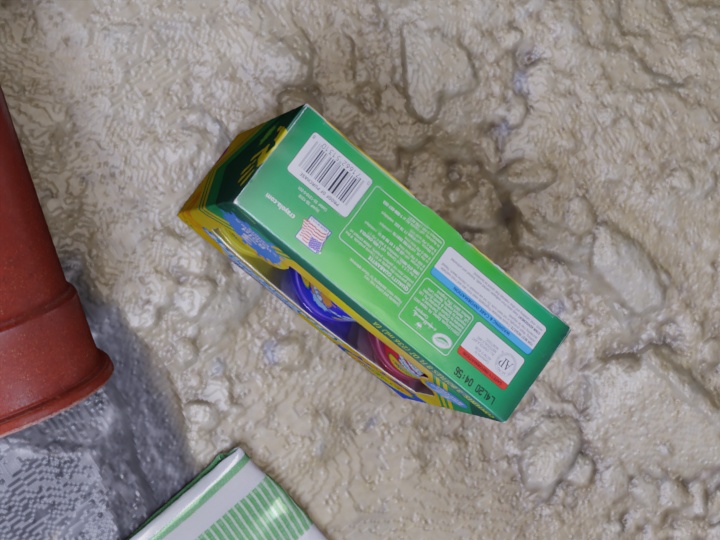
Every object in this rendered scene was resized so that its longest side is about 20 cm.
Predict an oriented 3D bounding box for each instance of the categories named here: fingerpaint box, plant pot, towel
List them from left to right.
[{"bbox_3d":[-0.249,-0.018,0.705,0.200,0.201,0.196,-14,102,-16],"label":"plant pot"},{"bbox_3d":[-0.070,0.231,0.869,0.153,0.023,0.200,-41,102,-12],"label":"towel"},{"bbox_3d":[0.000,0.000,0.808,0.200,0.167,0.073,40,79,-15],"label":"fingerpaint box"}]
